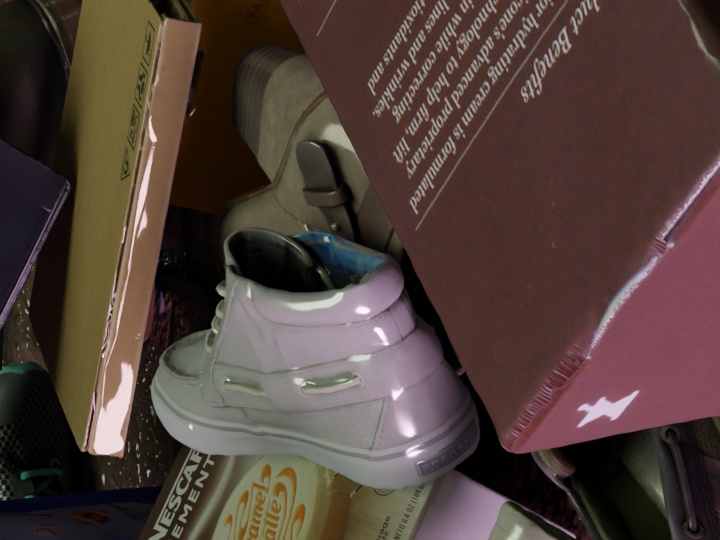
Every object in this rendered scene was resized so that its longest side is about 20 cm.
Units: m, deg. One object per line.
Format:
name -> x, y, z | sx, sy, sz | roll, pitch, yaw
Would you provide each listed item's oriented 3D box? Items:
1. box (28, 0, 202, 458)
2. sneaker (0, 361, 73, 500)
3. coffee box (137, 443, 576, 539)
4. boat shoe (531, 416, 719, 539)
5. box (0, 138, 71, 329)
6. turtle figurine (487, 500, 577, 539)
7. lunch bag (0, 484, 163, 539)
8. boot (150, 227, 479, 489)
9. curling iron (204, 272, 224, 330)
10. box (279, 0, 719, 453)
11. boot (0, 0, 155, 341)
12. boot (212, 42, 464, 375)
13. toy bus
box -> -0.114, -0.041, 1.224 | 0.164, 0.021, 0.202 | -125, 44, -63
sneaker -> -0.175, 0.152, 1.502 | 0.091, 0.077, 0.202 | 12, 106, 44
coffee box -> -0.012, 0.126, 1.147 | 0.200, 0.079, 0.115 | 16, 79, 59
boat shoe -> 0.092, 0.052, 0.998 | 0.201, 0.064, 0.072 | 58, 135, 35
box -> -0.256, 0.025, 1.281 | 0.200, 0.124, 0.198 | -14, 46, 64
turtle figurine -> 0.051, 0.200, 0.990 | 0.199, 0.144, 0.195 | 35, 95, 16
lunch bag -> -0.168, 0.207, 1.343 | 0.124, 0.199, 0.171 | 34, 119, 56
boot -> -0.032, 0.023, 1.099 | 0.199, 0.073, 0.096 | 7, 125, 52
curling iron -> -0.053, -0.008, 1.301 | 0.050, 0.025, 0.201 | -107, 32, -45
box -> 0.101, -0.078, 0.866 | 0.166, 0.163, 0.201 | -55, 52, 45
boot -> -0.170, -0.041, 1.400 | 0.075, 0.096, 0.201 | 23, 130, 56
boot -> 0.000, 0.000, 1.147 | 0.146, 0.070, 0.201 | 44, 154, 41
toy bus -> -0.052, -0.126, 1.225 | 0.078, 0.065, 0.201 | -124, 47, -66
